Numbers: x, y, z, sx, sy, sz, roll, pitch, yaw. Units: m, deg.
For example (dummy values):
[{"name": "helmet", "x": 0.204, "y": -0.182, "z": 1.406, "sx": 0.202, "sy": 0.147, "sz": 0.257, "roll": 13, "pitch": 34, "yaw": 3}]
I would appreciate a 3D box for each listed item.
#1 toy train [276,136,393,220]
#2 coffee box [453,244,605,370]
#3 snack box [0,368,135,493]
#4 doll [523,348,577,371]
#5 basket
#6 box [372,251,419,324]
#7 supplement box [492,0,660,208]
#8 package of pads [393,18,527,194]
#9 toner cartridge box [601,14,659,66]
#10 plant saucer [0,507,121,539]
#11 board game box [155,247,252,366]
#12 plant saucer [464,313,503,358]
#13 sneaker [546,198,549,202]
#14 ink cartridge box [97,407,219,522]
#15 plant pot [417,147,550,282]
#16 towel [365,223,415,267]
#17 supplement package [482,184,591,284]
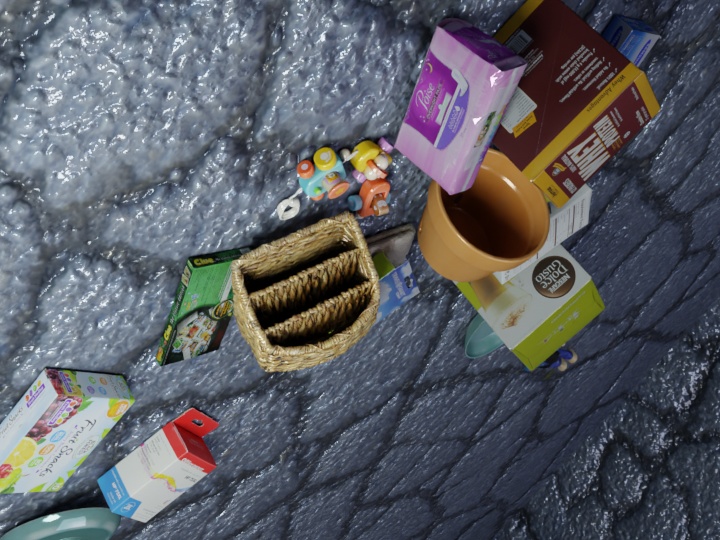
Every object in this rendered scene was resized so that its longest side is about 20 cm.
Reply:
[{"name": "toy train", "x": -0.014, "y": -0.109, "z": 1.213, "sx": 0.198, "sy": 0.056, "sz": 0.151, "roll": -13, "pitch": 142, "yaw": -40}, {"name": "coffee box", "x": 0.326, "y": 0.042, "z": 1.678, "sx": 0.199, "sy": 0.199, "sz": 0.200, "roll": -41, "pitch": 152, "yaw": 5}, {"name": "snack box", "x": -0.430, "y": 0.227, "z": 1.211, "sx": 0.200, "sy": 0.053, "sz": 0.142, "roll": -47, "pitch": 152, "yaw": 15}, {"name": "doll", "x": 0.499, "y": 0.232, "z": 2.314, "sx": 0.198, "sy": 0.049, "sz": 0.137, "roll": 5, "pitch": 139, "yaw": -44}, {"name": "basket", "x": -0.069, "y": 0.040, "z": 1.209, "sx": 0.197, "sy": 0.144, "sz": 0.150, "roll": -22, "pitch": 153, "yaw": -20}, {"name": "box", "x": -0.004, "y": 0.055, "z": 1.397, "sx": 0.199, "sy": 0.048, "sz": 0.122, "roll": -36, "pitch": 151, "yaw": -5}, {"name": "supplement box", "x": 0.265, "y": -0.237, "z": 1.202, "sx": 0.197, "sy": 0.201, "sz": 0.132, "roll": -45, "pitch": 151, "yaw": 13}, {"name": "package of pads", "x": 0.125, "y": -0.214, "z": 1.143, "sx": 0.075, "sy": 0.120, "sz": 0.202, "roll": -27, "pitch": 149, "yaw": -42}, {"name": "toner cartridge box", "x": 0.391, "y": -0.311, "z": 1.409, "sx": 0.094, "sy": 0.043, "sz": 0.201, "roll": -9, "pitch": 139, "yaw": -45}, {"name": "plant saucer", "x": -0.490, "y": 0.440, "z": 1.421, "sx": 0.197, "sy": 0.028, "sz": 0.201, "roll": -16, "pitch": 152, "yaw": -8}, {"name": "board game box", "x": -0.222, "y": 0.053, "z": 1.236, "sx": 0.104, "sy": 0.024, "sz": 0.201, "roll": -11, "pitch": 141, "yaw": -40}, {"name": "plant saucer", "x": 0.301, "y": 0.113, "z": 1.925, "sx": 0.198, "sy": 0.036, "sz": 0.201, "roll": -30, "pitch": 151, "yaw": -18}, {"name": "sneaker", "x": 0.278, "y": -0.206, "z": 1.411, "sx": 0.073, "sy": 0.083, "sz": 0.202, "roll": -9, "pitch": 130, "yaw": 2}, {"name": "ink cartridge box", "x": -0.325, "y": 0.329, "z": 1.464, "sx": 0.199, "sy": 0.068, "sz": 0.116, "roll": -38, "pitch": 151, "yaw": -1}, {"name": "plant pot", "x": 0.179, "y": -0.073, "z": 1.370, "sx": 0.198, "sy": 0.202, "sz": 0.140, "roll": -19, "pitch": 163, "yaw": -31}, {"name": "towel", "x": 0.000, "y": 0.000, "z": 1.409, "sx": 0.198, "sy": 0.035, "sz": 0.134, "roll": -21, "pitch": 148, "yaw": -30}, {"name": "supplement package", "x": 0.291, "y": -0.095, "z": 1.526, "sx": 0.199, "sy": 0.117, "sz": 0.118, "roll": -35, "pitch": 152, "yaw": -7}]
